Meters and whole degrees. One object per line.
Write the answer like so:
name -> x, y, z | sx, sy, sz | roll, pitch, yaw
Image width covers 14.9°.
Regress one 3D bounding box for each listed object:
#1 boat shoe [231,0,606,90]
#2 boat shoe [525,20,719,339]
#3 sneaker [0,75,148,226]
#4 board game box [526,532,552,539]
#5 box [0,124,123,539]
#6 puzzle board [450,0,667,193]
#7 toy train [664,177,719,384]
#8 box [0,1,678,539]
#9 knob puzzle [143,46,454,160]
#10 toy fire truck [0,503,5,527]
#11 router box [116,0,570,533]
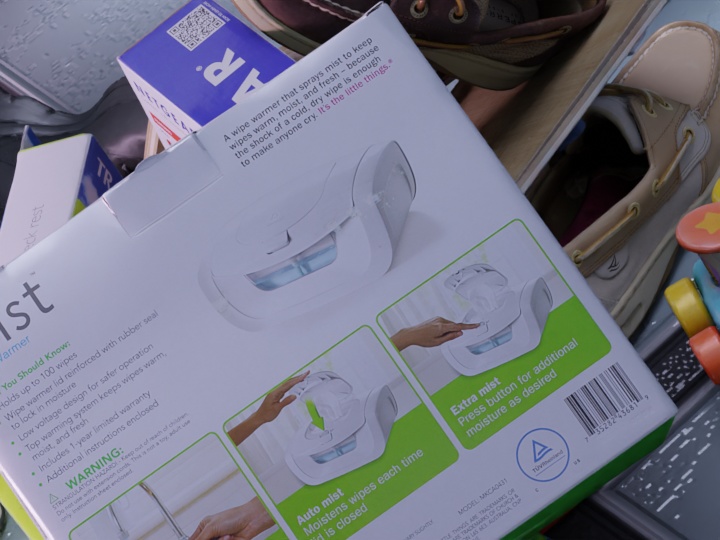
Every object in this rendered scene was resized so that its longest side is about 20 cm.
boat shoe -> 0.026, -0.125, 1.157 | 0.072, 0.200, 0.072 | -24, 64, 40
boat shoe -> 0.117, -0.049, 1.223 | 0.073, 0.069, 0.200 | 0, 46, 35
sneaker -> -0.137, -0.043, 1.406 | 0.199, 0.076, 0.091 | -7, 52, 39
board game box -> 0.030, 0.151, 1.030 | 0.103, 0.105, 0.200 | -45, 40, -17
box -> -0.125, 0.034, 1.255 | 0.047, 0.122, 0.201 | -15, 40, 21
puzzle board -> 0.059, -0.058, 1.245 | 0.151, 0.017, 0.200 | -54, 13, -19
toy train -> 0.199, -0.039, 1.128 | 0.150, 0.056, 0.200 | -9, 36, 42
box -> -0.022, 0.040, 0.949 | 0.200, 0.097, 0.177 | -36, 80, -3
knob puzzle -> -0.007, -0.075, 1.286 | 0.219, 0.220, 0.031 | -29, 78, 4
toy fire truck -> -0.217, 0.064, 1.269 | 0.049, 0.141, 0.200 | -18, 39, 17
router box -> 0.000, 0.000, 1.136 | 0.049, 0.180, 0.200 | -39, 47, -13
